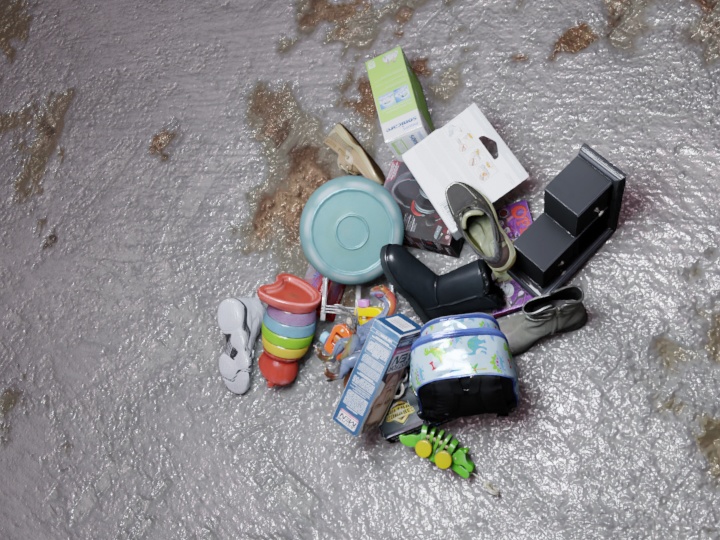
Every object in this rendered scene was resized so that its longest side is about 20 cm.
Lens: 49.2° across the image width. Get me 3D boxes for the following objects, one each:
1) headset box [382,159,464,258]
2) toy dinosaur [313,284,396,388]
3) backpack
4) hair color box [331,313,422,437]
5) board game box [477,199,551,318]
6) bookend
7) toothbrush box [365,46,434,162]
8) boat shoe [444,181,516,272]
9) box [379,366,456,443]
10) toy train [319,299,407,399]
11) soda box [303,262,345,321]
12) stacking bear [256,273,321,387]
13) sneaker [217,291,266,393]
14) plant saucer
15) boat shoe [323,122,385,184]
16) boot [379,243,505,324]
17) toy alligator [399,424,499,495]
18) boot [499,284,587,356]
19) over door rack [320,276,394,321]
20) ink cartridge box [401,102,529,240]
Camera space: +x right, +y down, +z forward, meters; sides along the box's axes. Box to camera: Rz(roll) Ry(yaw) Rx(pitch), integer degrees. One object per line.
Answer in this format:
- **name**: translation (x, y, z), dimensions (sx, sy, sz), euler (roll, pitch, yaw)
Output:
- **headset box**: translation (0.118, -0.125, 1.552), dimensions (0.197, 0.075, 0.151), euler (15, 78, 28)
- **toy dinosaur**: translation (0.002, 0.117, 1.417), dimensions (0.180, 0.201, 0.106), euler (-32, 38, 6)
- **backpack**: translation (0.167, 0.156, 1.297), dimensions (0.179, 0.201, 0.150), euler (-8, 65, 8)
- **hair color box**: translation (0.032, 0.180, 1.369), dimensions (0.060, 0.099, 0.203), euler (31, 108, 25)
- **board game box**: translation (0.280, -0.022, 1.470), dimensions (0.118, 0.032, 0.204), euler (-17, 64, 13)
- **bookend**: translation (0.346, -0.075, 1.341), dimensions (0.198, 0.201, 0.092), euler (-43, 64, -8)
- **toothbrush box**: translation (0.089, -0.323, 1.601), dimensions (0.085, 0.146, 0.203), euler (-21, 64, 14)
- **boat shoe**: translation (0.202, -0.087, 1.368), dimensions (0.071, 0.066, 0.203), euler (-37, 56, 16)
- **box**: translation (0.116, 0.206, 1.444), dimensions (0.197, 0.046, 0.162), euler (-23, 63, 15)
- **toy train**: translation (0.025, 0.140, 1.460), dimensions (0.198, 0.055, 0.153), euler (31, 109, 25)
- **soda box**: translation (-0.061, -0.006, 1.595), dimensions (0.069, 0.063, 0.204), euler (13, 78, 27)
- **stacking bear**: translation (-0.147, 0.129, 1.524), dimensions (0.112, 0.121, 0.204), euler (21, 114, 16)
- **sneaker**: translation (-0.233, 0.144, 1.612), dimensions (0.074, 0.115, 0.204), euler (5, 107, 26)
- **plant saucer**: translation (-0.016, -0.072, 1.454), dimensions (0.195, 0.027, 0.205), euler (0, 98, -1)
- **boat shoe**: translation (-0.014, -0.231, 1.661), dimensions (0.064, 0.071, 0.201), euler (-42, 50, 9)
- **boot**: translation (0.150, 0.007, 1.414), dimensions (0.166, 0.201, 0.077), euler (-22, 30, 31)
- **toy alligator**: translation (0.162, 0.318, 1.368), dimensions (0.197, 0.059, 0.055), euler (26, 96, 19)
- **boot**: translation (0.295, 0.081, 1.362), dimensions (0.197, 0.131, 0.069), euler (-24, 62, 14)
- **over door rack**: translation (0.000, 0.000, 1.512), dimensions (0.144, 0.067, 0.205), euler (4, 99, -3)
- **ink cartridge box**: translation (0.196, -0.188, 1.474), dimensions (0.172, 0.044, 0.202), euler (-34, 63, 7)
